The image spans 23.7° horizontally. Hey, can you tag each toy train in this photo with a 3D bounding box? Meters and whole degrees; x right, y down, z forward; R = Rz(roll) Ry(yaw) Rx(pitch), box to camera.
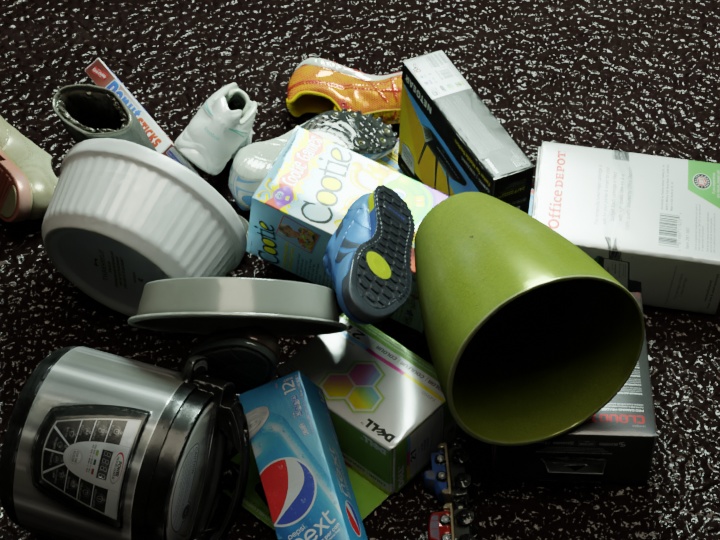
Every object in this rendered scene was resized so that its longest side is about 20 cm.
[{"bbox_3d":[0.082,0.237,1.537,0.046,0.034,0.200,-9,47,9],"label":"toy train"}]

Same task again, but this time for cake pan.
[{"bbox_3d":[-0.110,0.034,1.555,0.200,0.200,0.037,1,83,2],"label":"cake pan"}]

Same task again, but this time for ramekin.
[{"bbox_3d":[-0.220,-0.031,1.687,0.202,0.202,0.094,17,61,16],"label":"ramekin"}]

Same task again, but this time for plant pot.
[{"bbox_3d":[0.126,0.022,1.544,0.187,0.187,0.200,-16,41,-14],"label":"plant pot"}]

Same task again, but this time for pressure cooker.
[{"bbox_3d":[-0.195,0.166,1.508,0.200,0.176,0.179,15,47,13],"label":"pressure cooker"}]

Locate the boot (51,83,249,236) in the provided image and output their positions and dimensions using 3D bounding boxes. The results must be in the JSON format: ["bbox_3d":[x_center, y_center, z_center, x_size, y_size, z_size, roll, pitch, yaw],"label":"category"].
[{"bbox_3d":[-0.207,-0.099,1.735,0.182,0.200,0.073,17,60,19],"label":"boot"}]

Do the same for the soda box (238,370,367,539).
[{"bbox_3d":[-0.045,0.195,1.505,0.064,0.068,0.200,-23,65,9],"label":"soda box"}]

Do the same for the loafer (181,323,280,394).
[{"bbox_3d":[-0.124,0.079,1.576,0.072,0.200,0.063,29,60,-13],"label":"loafer"}]

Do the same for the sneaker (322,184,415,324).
[{"bbox_3d":[0.000,0.000,1.557,0.066,0.078,0.200,42,27,-18],"label":"sneaker"}]

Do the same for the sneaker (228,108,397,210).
[{"bbox_3d":[-0.053,-0.119,1.846,0.200,0.073,0.072,-19,59,-24],"label":"sneaker"}]

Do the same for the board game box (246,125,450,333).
[{"bbox_3d":[-0.001,-0.041,1.714,0.200,0.105,0.103,25,59,7],"label":"board game box"}]

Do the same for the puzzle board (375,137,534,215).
[{"bbox_3d":[0.090,-0.081,1.844,0.200,0.017,0.151,35,57,28],"label":"puzzle board"}]

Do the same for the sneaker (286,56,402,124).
[{"bbox_3d":[0.014,-0.183,1.918,0.200,0.073,0.077,7,63,16],"label":"sneaker"}]

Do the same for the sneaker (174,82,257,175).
[{"bbox_3d":[-0.139,-0.162,1.838,0.070,0.080,0.200,35,16,-6],"label":"sneaker"}]

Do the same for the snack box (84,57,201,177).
[{"bbox_3d":[-0.236,-0.158,1.864,0.024,0.072,0.200,-41,46,-1],"label":"snack box"}]

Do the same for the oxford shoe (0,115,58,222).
[{"bbox_3d":[-0.378,-0.117,1.863,0.074,0.071,0.200,-1,40,-36],"label":"oxford shoe"}]

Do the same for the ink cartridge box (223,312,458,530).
[{"bbox_3d":[-0.024,0.151,1.587,0.148,0.076,0.200,32,54,27],"label":"ink cartridge box"}]

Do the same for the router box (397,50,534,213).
[{"bbox_3d":[0.105,-0.107,1.756,0.051,0.149,0.200,-18,49,-18],"label":"router box"}]

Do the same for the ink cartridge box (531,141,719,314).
[{"bbox_3d":[0.273,-0.045,1.756,0.200,0.084,0.146,8,48,4],"label":"ink cartridge box"}]

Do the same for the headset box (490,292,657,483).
[{"bbox_3d":[0.197,0.115,1.619,0.148,0.077,0.200,2,45,2],"label":"headset box"}]
